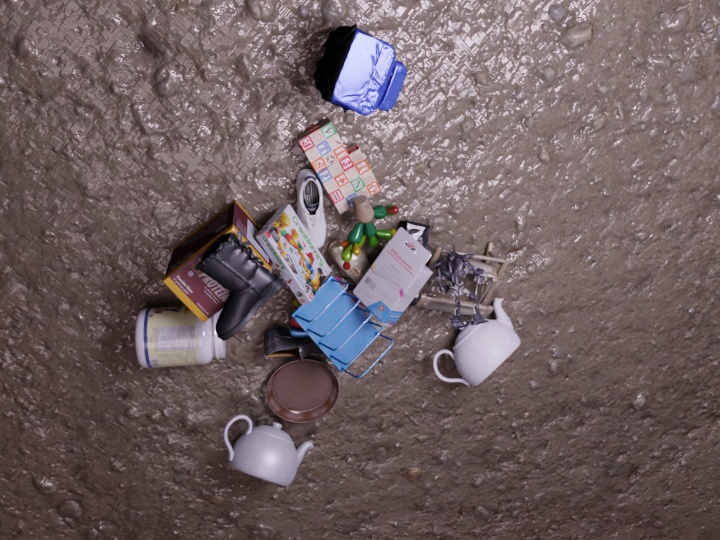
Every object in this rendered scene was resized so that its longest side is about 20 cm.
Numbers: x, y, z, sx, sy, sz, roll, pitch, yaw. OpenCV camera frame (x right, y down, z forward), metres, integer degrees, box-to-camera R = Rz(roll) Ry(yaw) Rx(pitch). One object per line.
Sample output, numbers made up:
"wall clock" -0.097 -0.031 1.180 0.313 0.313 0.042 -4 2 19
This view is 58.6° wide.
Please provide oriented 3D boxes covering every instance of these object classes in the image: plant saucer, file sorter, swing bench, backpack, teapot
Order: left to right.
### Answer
"teapot" -0.252 0.479 1.721 0.196 0.200 0.147 13 72 16
"plant saucer" -0.156 0.320 1.737 0.199 0.035 0.202 -4 113 -9
"file sorter" -0.037 0.137 1.521 0.139 0.123 0.200 -44 111 -14
"backpack" -0.008 -0.414 1.353 0.167 0.200 0.163 21 105 -27
"swing bench" 0.240 0.023 1.623 0.197 0.130 0.201 9 111 -15
"teapot" 0.313 0.200 1.705 0.146 0.200 0.198 46 138 12

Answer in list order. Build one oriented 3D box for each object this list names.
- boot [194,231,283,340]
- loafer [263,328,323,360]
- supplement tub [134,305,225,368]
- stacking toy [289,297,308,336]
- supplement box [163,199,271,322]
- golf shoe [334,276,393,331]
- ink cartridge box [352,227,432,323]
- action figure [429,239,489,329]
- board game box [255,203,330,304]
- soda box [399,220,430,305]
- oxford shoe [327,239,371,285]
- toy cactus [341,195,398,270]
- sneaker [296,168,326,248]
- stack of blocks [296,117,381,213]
"boot" -0.277 0.030 1.347 0.198 0.073 0.162 -45 117 2
"loafer" -0.152 0.202 1.655 0.198 0.073 0.073 4 141 -7
"supplement tub" -0.433 0.159 1.557 0.198 0.145 0.146 -3 114 -9
"stacking toy" -0.126 0.060 1.604 0.109 0.116 0.202 -2 100 -7
"supplement box" -0.322 -0.026 1.466 0.197 0.200 0.133 -36 114 7
"golf shoe" -0.009 0.099 1.646 0.200 0.075 0.091 40 117 -15
"ink cartridge box" 0.087 0.012 1.510 0.200 0.115 0.068 -54 150 16
"action figure" 0.233 0.032 1.501 0.118 0.102 0.202 -14 81 22
"board game box" -0.153 -0.038 1.497 0.034 0.127 0.201 -14 120 34
"soda box" 0.119 -0.020 1.590 0.063 0.071 0.202 8 97 -14
"oxford shoe" 0.000 0.000 1.601 0.200 0.074 0.071 40 102 -22
"toy cactus" 0.020 -0.103 1.517 0.200 0.102 0.166 -37 142 -15
"sneaker" -0.121 -0.137 1.523 0.072 0.071 0.201 -11 116 -5
"stack of blocks" -0.049 -0.250 1.493 0.115 0.059 0.201 -29 115 4
